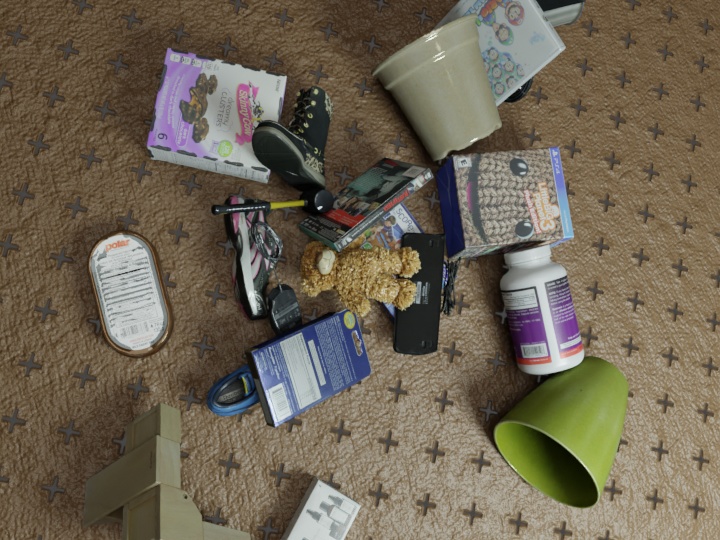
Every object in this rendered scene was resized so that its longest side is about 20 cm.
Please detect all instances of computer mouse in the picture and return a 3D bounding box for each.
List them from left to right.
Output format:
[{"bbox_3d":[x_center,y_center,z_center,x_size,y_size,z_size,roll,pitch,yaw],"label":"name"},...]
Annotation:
[{"bbox_3d":[-0.137,0.018,1.059,0.058,0.034,0.203,-28,111,-41],"label":"computer mouse"}]

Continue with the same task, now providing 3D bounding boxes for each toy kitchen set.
[{"bbox_3d":[-0.290,0.346,1.018,0.162,0.180,0.202,-32,48,21],"label":"toy kitchen set"}]

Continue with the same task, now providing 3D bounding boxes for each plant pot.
[{"bbox_3d":[0.145,-0.298,1.149,0.199,0.200,0.186,-30,99,-14],"label":"plant pot"},{"bbox_3d":[0.348,0.241,1.107,0.187,0.187,0.200,46,63,-1],"label":"plant pot"}]

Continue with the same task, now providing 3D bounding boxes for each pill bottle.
[{"bbox_3d":[0.299,0.063,1.135,0.111,0.112,0.204,-13,91,-13],"label":"pill bottle"}]

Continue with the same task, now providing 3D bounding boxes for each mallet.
[{"bbox_3d":[-0.132,-0.103,1.066,0.198,0.065,0.042,-10,100,-37],"label":"mallet"}]

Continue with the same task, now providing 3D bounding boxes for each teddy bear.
[{"bbox_3d":[0.000,0.000,1.087,0.198,0.067,0.147,25,89,1],"label":"teddy bear"}]

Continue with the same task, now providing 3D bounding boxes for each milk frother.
[{"bbox_3d":[0.310,-0.435,1.234,0.185,0.181,0.202,-18,127,-13],"label":"milk frother"}]

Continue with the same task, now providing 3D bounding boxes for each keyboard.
[{"bbox_3d":[0.111,0.040,1.127,0.102,0.040,0.204,4,82,12],"label":"keyboard"}]

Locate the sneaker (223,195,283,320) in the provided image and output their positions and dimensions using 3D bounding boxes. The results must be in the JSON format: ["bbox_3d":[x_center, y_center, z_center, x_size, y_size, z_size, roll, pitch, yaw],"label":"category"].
[{"bbox_3d":[-0.161,-0.024,1.092,0.085,0.080,0.204,-7,88,-23],"label":"sneaker"}]

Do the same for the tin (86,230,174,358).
[{"bbox_3d":[-0.358,0.036,1.062,0.110,0.042,0.203,-15,84,-17],"label":"tin"}]

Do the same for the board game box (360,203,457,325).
[{"bbox_3d":[0.053,-0.028,1.152,0.135,0.034,0.201,-36,90,-14],"label":"board game box"}]

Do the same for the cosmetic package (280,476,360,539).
[{"bbox_3d":[-0.084,0.431,1.043,0.082,0.051,0.202,30,76,-4],"label":"cosmetic package"}]

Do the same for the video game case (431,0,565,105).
[{"bbox_3d":[0.228,-0.396,1.169,0.024,0.199,0.184,-30,87,-40],"label":"video game case"}]

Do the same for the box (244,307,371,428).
[{"bbox_3d":[-0.077,0.146,1.065,0.198,0.032,0.123,-22,100,-35],"label":"box"}]

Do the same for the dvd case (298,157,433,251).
[{"bbox_3d":[0.005,-0.113,1.107,0.199,0.146,0.022,-40,120,-14],"label":"dvd case"}]

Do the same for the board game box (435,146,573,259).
[{"bbox_3d":[0.245,-0.115,1.173,0.196,0.097,0.162,-7,82,-12],"label":"board game box"}]

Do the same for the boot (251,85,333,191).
[{"bbox_3d":[-0.104,-0.230,1.085,0.072,0.203,0.156,2,74,21],"label":"boot"}]

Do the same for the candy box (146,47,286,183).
[{"bbox_3d":[-0.232,-0.252,1.115,0.196,0.072,0.171,10,79,-9],"label":"candy box"}]

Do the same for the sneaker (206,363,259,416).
[{"bbox_3d":[-0.147,0.165,1.062,0.198,0.078,0.067,-29,85,-16],"label":"sneaker"}]
